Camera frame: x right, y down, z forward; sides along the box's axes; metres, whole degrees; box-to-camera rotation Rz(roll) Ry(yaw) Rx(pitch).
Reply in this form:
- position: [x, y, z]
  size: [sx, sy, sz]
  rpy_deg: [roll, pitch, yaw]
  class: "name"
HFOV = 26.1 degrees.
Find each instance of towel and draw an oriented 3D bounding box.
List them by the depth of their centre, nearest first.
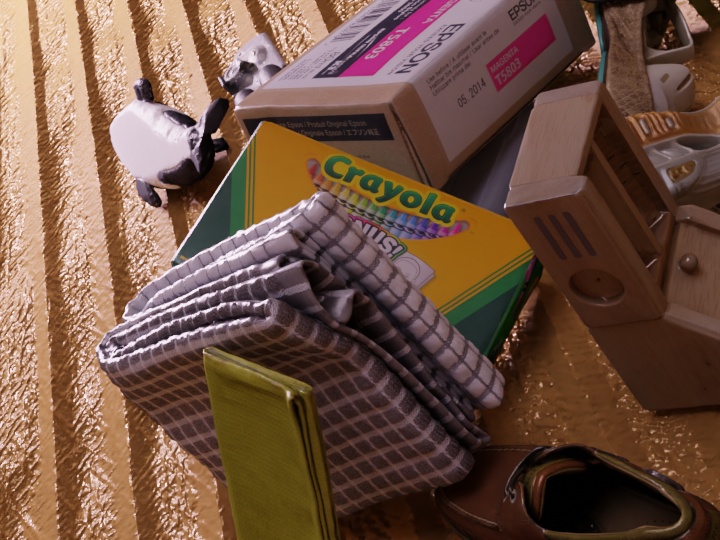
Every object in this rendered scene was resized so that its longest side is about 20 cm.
- position: [-0.042, 0.141, 0.811]
  size: [0.018, 0.201, 0.086]
  rpy_deg: [-27, 29, -38]
  class: "towel"
- position: [-0.038, 0.064, 0.876]
  size: [0.200, 0.166, 0.086]
  rpy_deg: [-22, 28, 47]
  class: "towel"

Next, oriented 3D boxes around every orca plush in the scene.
- position: [-0.141, -0.114, 1.276]
  size: [0.071, 0.106, 0.200]
  rpy_deg: [-11, -4, -27]
  class: "orca plush"

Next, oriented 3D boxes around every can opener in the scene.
- position: [-0.061, -0.125, 1.221]
  size: [0.053, 0.067, 0.200]
  rpy_deg: [-44, 35, 10]
  class: "can opener"

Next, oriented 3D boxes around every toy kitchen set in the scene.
- position: [0.193, 0.015, 0.745]
  size: [0.199, 0.181, 0.164]
  rpy_deg: [-10, 46, 35]
  class: "toy kitchen set"

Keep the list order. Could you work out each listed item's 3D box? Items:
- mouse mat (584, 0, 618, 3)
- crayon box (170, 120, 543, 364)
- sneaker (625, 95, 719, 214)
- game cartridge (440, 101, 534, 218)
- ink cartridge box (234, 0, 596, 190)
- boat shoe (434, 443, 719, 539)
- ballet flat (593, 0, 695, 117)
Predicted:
- position: [0.220, -0.247, 1.098]
  size: [0.160, 0.008, 0.200]
  rpy_deg: [-7, 39, 3]
  class: "mouse mat"
- position: [0.000, 0.000, 0.956]
  size: [0.199, 0.058, 0.119]
  rpy_deg: [23, 62, 14]
  class: "crayon box"
- position: [0.218, -0.059, 0.898]
  size: [0.199, 0.088, 0.076]
  rpy_deg: [-11, 58, 0]
  class: "sneaker"
- position: [0.029, -0.052, 1.090]
  size: [0.199, 0.040, 0.134]
  rpy_deg: [-6, 50, 38]
  class: "game cartridge"
- position: [0.038, -0.135, 1.077]
  size: [0.164, 0.075, 0.200]
  rpy_deg: [2, 36, 47]
  class: "ink cartridge box"
- position: [0.108, 0.117, 0.804]
  size: [0.200, 0.068, 0.072]
  rpy_deg: [6, 57, 47]
  class: "boat shoe"
- position: [0.186, -0.133, 1.015]
  size: [0.065, 0.071, 0.201]
  rpy_deg: [-6, 48, 14]
  class: "ballet flat"
